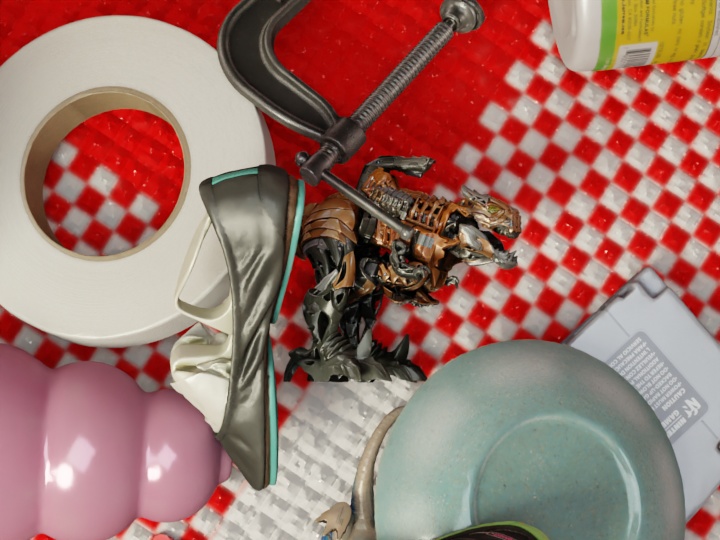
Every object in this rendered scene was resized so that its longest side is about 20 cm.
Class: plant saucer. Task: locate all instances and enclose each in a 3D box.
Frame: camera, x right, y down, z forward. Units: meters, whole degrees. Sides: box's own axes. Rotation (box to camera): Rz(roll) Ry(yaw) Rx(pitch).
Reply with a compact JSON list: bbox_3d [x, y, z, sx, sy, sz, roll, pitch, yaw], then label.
[{"bbox_3d":[0.108,0.138,0.920,0.199,0.039,0.204,3,80,-16],"label":"plant saucer"}]

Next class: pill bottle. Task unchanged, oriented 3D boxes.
[{"bbox_3d":[0.218,-0.187,0.964,0.197,0.111,0.112,-7,87,-2],"label":"pill bottle"}]

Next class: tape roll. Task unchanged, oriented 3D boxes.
[{"bbox_3d":[-0.149,-0.054,0.960,0.200,0.037,0.205,-2,78,9],"label":"tape roll"}]

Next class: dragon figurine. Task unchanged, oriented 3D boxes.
[{"bbox_3d":[0.001,0.186,0.962,0.058,0.100,0.202,3,68,1],"label":"dragon figurine"}]

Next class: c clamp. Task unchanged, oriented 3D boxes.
[{"bbox_3d":[0.006,-0.130,0.963,0.170,0.027,0.201,31,62,8],"label":"c clamp"}]

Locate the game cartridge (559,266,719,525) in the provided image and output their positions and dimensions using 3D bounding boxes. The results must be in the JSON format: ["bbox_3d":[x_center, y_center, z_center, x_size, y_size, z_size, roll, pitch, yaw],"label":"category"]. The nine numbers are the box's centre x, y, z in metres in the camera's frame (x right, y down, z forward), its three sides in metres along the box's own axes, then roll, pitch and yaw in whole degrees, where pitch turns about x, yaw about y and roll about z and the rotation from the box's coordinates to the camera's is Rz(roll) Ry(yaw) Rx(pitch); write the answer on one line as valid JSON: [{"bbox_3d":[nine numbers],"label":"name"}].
[{"bbox_3d":[0.149,0.113,0.984,0.200,0.040,0.134,-41,85,-3],"label":"game cartridge"}]

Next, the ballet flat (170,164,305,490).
[{"bbox_3d":[-0.073,0.032,0.902,0.068,0.068,0.202,3,113,-7],"label":"ballet flat"}]

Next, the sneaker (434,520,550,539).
[{"bbox_3d":[0.013,0.189,0.852,0.198,0.084,0.077,-27,86,10],"label":"sneaker"}]

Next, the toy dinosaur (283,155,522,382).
[{"bbox_3d":[0.000,0.000,0.962,0.199,0.102,0.138,-4,85,41],"label":"toy dinosaur"}]

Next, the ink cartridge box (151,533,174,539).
[{"bbox_3d":[-0.129,0.274,0.949,0.115,0.067,0.201,30,86,0],"label":"ink cartridge box"}]

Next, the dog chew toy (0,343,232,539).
[{"bbox_3d":[-0.175,0.106,0.935,0.197,0.125,0.126,3,87,-9],"label":"dog chew toy"}]
